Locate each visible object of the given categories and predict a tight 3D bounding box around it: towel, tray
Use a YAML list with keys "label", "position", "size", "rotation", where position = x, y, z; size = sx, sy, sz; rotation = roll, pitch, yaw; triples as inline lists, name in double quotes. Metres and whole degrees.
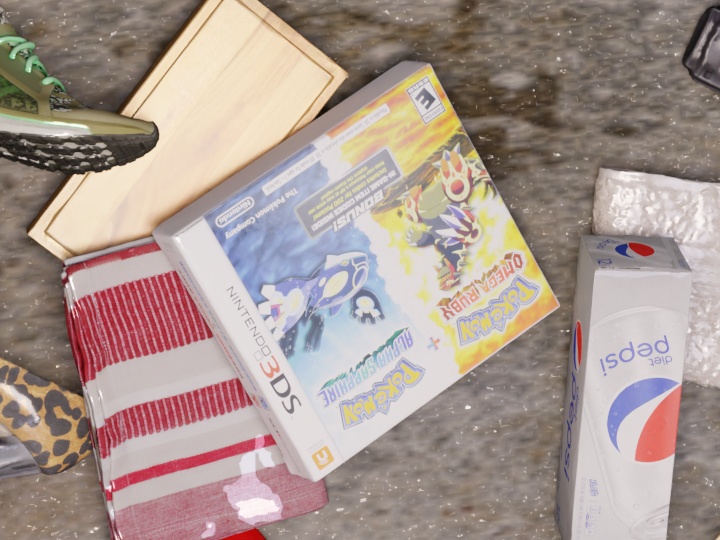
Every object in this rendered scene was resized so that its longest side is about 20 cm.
- label: "towel"
  position: [-0.101, 0.073, 1.591]
  size: [0.143, 0.023, 0.201]
  rotation: [-16, 108, -19]
- label: "towel"
  position: [0.239, 0.012, 1.657]
  size: [0.199, 0.034, 0.133]
  rotation: [8, 94, -9]
- label: "tray"
  position: [-0.107, -0.073, 1.595]
  size: [0.099, 0.037, 0.200]
  rotation: [37, 91, -10]

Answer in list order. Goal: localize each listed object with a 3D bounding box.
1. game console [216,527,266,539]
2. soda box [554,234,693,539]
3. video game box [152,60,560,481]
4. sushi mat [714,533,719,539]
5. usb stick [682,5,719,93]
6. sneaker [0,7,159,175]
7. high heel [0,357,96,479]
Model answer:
- label: "game console"
  position: [-0.091, 0.294, 1.647]
  size: [0.200, 0.119, 0.173]
  rotation: [-38, 131, -2]
- label: "soda box"
  position: [0.164, 0.082, 1.612]
  size: [0.063, 0.068, 0.201]
  rotation: [2, 109, -5]
- label: "video game box"
  position: [0.000, 0.000, 1.586]
  size: [0.200, 0.047, 0.183]
  rotation: [-35, 110, -16]
- label: "sushi mat"
  position: [0.287, 0.172, 1.678]
  size: [0.200, 0.012, 0.096]
  rotation: [-47, 114, 2]
- label: "usb stick"
  position: [0.302, -0.109, 1.654]
  size: [0.199, 0.033, 0.056]
  rotation: [24, 99, -10]
- label: "sneaker"
  position: [-0.214, -0.117, 1.547]
  size: [0.199, 0.077, 0.089]
  rotation: [12, 78, 3]
- label: "high heel"
  position: [-0.231, 0.032, 1.578]
  size: [0.142, 0.071, 0.201]
  rotation: [-11, 98, -16]
